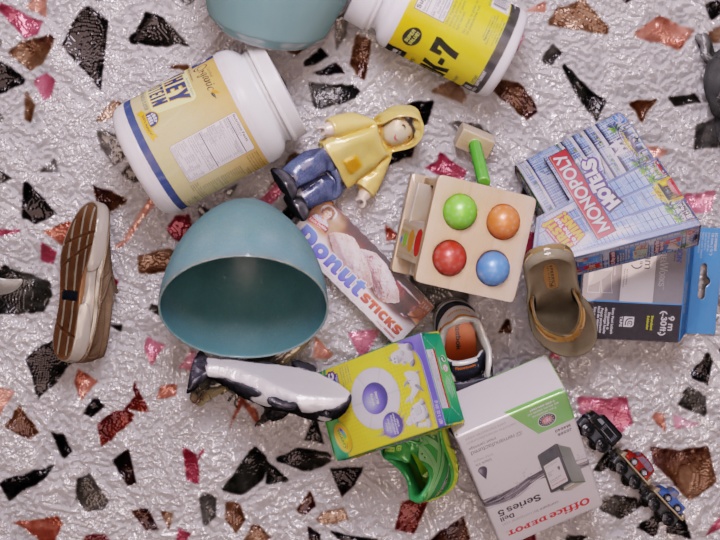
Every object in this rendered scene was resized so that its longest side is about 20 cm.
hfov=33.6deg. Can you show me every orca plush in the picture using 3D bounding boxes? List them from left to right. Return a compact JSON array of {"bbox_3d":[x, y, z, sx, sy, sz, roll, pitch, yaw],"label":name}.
[{"bbox_3d":[-0.114,0.161,1.460,0.198,0.105,0.072,6,117,-8],"label":"orca plush"}]

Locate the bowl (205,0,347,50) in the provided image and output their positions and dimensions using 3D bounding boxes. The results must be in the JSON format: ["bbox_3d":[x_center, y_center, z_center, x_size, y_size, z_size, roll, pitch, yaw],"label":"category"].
[{"bbox_3d":[-0.102,-0.325,1.390,0.199,0.201,0.106,11,118,-5],"label":"bowl"}]

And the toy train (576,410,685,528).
[{"bbox_3d":[0.358,0.259,1.563,0.046,0.034,0.200,-43,97,-9],"label":"toy train"}]

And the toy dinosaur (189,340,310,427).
[{"bbox_3d":[-0.119,0.140,1.514,0.199,0.047,0.089,-29,92,-2],"label":"toy dinosaur"}]

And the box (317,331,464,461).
[{"bbox_3d":[0.023,0.158,1.462,0.199,0.048,0.118,-25,74,36],"label":"box"}]

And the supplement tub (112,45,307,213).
[{"bbox_3d":[-0.177,-0.172,1.415,0.199,0.144,0.145,-28,99,1],"label":"supplement tub"}]

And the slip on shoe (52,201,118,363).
[{"bbox_3d":[-0.331,0.016,1.479,0.060,0.076,0.202,7,90,-44],"label":"slip on shoe"}]

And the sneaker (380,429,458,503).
[{"bbox_3d":[0.063,0.201,1.505,0.083,0.074,0.201,-29,101,-41],"label":"sneaker"}]

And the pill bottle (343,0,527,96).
[{"bbox_3d":[0.088,-0.301,1.427,0.199,0.114,0.115,25,96,-6],"label":"pill bottle"}]

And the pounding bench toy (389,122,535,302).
[{"bbox_3d":[0.130,-0.078,1.430,0.123,0.156,0.202,12,93,-12],"label":"pounding bench toy"}]

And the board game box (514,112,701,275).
[{"bbox_3d":[0.273,-0.077,1.445,0.199,0.062,0.201,-27,64,0],"label":"board game box"}]

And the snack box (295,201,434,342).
[{"bbox_3d":[0.000,0.000,1.509,0.072,0.024,0.200,-45,98,1],"label":"snack box"}]

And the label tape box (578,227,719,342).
[{"bbox_3d":[0.369,0.013,1.512,0.198,0.063,0.145,3,98,-3],"label":"label tape box"}]

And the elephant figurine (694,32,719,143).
[{"bbox_3d":[0.497,-0.211,1.417,0.154,0.200,0.143,2,98,-3],"label":"elephant figurine"}]

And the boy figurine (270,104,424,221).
[{"bbox_3d":[-0.007,-0.136,1.459,0.199,0.064,0.125,-30,118,-11],"label":"boy figurine"}]

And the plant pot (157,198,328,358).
[{"bbox_3d":[-0.139,-0.006,1.433,0.198,0.135,0.201,-2,141,-1],"label":"plant pot"}]

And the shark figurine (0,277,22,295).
[{"bbox_3d":[-0.491,-0.027,1.449,0.127,0.090,0.216,-7,100,-3],"label":"shark figurine"}]

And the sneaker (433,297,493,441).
[{"bbox_3d":[0.132,0.140,1.510,0.078,0.079,0.201,-13,100,-2],"label":"sneaker"}]

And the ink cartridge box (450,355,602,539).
[{"bbox_3d":[0.203,0.228,1.489,0.145,0.084,0.201,-23,121,1],"label":"ink cartridge box"}]

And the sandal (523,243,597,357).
[{"bbox_3d":[0.237,0.048,1.417,0.080,0.054,0.201,-16,137,7],"label":"sandal"}]
